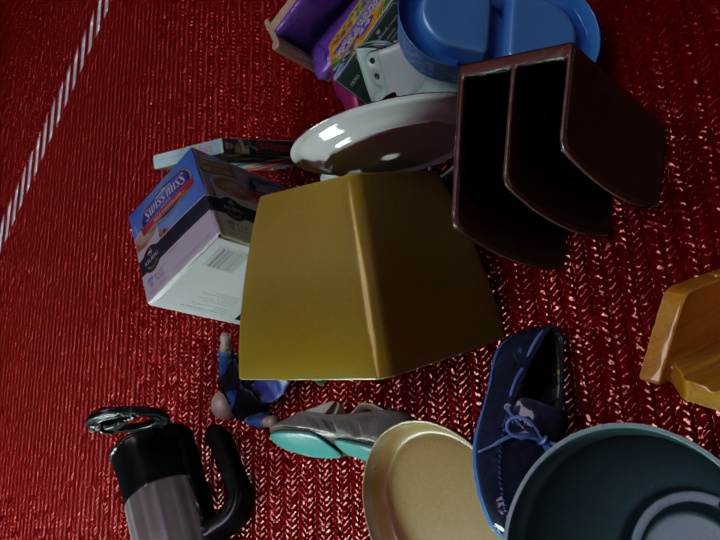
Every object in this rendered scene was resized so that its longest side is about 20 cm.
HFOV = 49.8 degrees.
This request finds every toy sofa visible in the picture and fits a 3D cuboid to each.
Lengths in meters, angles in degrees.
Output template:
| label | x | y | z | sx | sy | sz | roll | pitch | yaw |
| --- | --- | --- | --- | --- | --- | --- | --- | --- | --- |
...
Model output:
| label | x | y | z | sx | sy | sz | roll | pitch | yaw |
| --- | --- | --- | --- | --- | --- | --- | --- | --- | --- |
| toy sofa | -0.031 | -0.356 | 1.018 | 0.200 | 0.082 | 0.098 | -45 | 50 | 26 |

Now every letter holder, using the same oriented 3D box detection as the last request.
| label | x | y | z | sx | sy | sz | roll | pitch | yaw |
| --- | --- | --- | --- | --- | --- | --- | --- | --- | --- |
| letter holder | 0.172 | -0.079 | 0.656 | 0.100 | 0.199 | 0.144 | 0 | 80 | 40 |

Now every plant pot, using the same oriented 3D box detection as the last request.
| label | x | y | z | sx | sy | sz | roll | pitch | yaw |
| --- | --- | --- | --- | --- | --- | --- | --- | --- | --- |
| plant pot | 0.080 | 0.239 | 0.742 | 0.199 | 0.027 | 0.202 | 11 | 105 | 45 |
| plant pot | 0.000 | 0.000 | 0.769 | 0.199 | 0.199 | 0.178 | -7 | 92 | 42 |
| plant pot | 0.224 | 0.220 | 0.568 | 0.199 | 0.134 | 0.202 | -16 | 67 | 40 |

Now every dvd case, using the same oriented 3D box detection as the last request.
| label | x | y | z | sx | sy | sz | roll | pitch | yaw |
| --- | --- | --- | --- | --- | --- | --- | --- | --- | --- |
| dvd case | -0.138 | -0.145 | 0.981 | 0.145 | 0.199 | 0.022 | -3 | 95 | 44 |

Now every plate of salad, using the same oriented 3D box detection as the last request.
| label | x | y | z | sx | sy | sz | roll | pitch | yaw |
| --- | --- | --- | --- | --- | --- | --- | --- | --- | --- |
| plate of salad | 0.031 | -0.131 | 0.721 | 0.199 | 0.199 | 0.049 | -18 | 78 | 40 |

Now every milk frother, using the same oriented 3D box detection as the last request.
| label | x | y | z | sx | sy | sz | roll | pitch | yaw |
| --- | --- | --- | --- | --- | --- | --- | --- | --- | --- |
| milk frother | -0.258 | 0.279 | 0.973 | 0.180 | 0.199 | 0.189 | -44 | 52 | 21 |

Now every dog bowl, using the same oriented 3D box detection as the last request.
| label | x | y | z | sx | sy | sz | roll | pitch | yaw |
| --- | --- | --- | --- | --- | --- | --- | --- | --- | --- |
| dog bowl | 0.127 | -0.226 | 0.742 | 0.050 | 0.198 | 0.113 | 130 | 148 | -73 |

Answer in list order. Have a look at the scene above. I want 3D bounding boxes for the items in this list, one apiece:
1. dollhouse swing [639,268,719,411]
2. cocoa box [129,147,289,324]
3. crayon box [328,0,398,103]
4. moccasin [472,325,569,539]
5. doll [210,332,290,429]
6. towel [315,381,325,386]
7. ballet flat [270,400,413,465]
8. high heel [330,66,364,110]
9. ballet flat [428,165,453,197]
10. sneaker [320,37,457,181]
| label | x | y | z | sx | sy | sz | roll | pitch | yaw |
| --- | --- | --- | --- | --- | --- | --- | --- | --- | --- |
| dollhouse swing | 0.326 | 0.001 | 0.519 | 0.199 | 0.181 | 0.178 | 16 | 110 | 46 |
| cocoa box | -0.147 | -0.029 | 0.916 | 0.133 | 0.199 | 0.132 | -40 | 55 | 26 |
| crayon box | 0.019 | -0.284 | 0.908 | 0.126 | 0.051 | 0.200 | -51 | 20 | 19 |
| moccasin | 0.142 | 0.129 | 0.672 | 0.068 | 0.080 | 0.201 | -41 | 32 | 46 |
| doll | -0.142 | 0.137 | 0.980 | 0.137 | 0.048 | 0.200 | 56 | 140 | 11 |
| towel | -0.068 | 0.027 | 0.980 | 0.200 | 0.031 | 0.150 | 45 | 110 | 42 |
| ballet flat | -0.020 | 0.179 | 0.878 | 0.199 | 0.067 | 0.064 | -4 | 48 | 43 |
| high heel | -0.013 | -0.167 | 0.953 | 0.096 | 0.067 | 0.201 | -39 | 57 | 17 |
| ballet flat | 0.127 | -0.129 | 0.802 | 0.200 | 0.068 | 0.075 | -41 | 87 | 31 |
| sneaker | 0.014 | -0.174 | 0.823 | 0.199 | 0.119 | 0.074 | -30 | 14 | 28 |
